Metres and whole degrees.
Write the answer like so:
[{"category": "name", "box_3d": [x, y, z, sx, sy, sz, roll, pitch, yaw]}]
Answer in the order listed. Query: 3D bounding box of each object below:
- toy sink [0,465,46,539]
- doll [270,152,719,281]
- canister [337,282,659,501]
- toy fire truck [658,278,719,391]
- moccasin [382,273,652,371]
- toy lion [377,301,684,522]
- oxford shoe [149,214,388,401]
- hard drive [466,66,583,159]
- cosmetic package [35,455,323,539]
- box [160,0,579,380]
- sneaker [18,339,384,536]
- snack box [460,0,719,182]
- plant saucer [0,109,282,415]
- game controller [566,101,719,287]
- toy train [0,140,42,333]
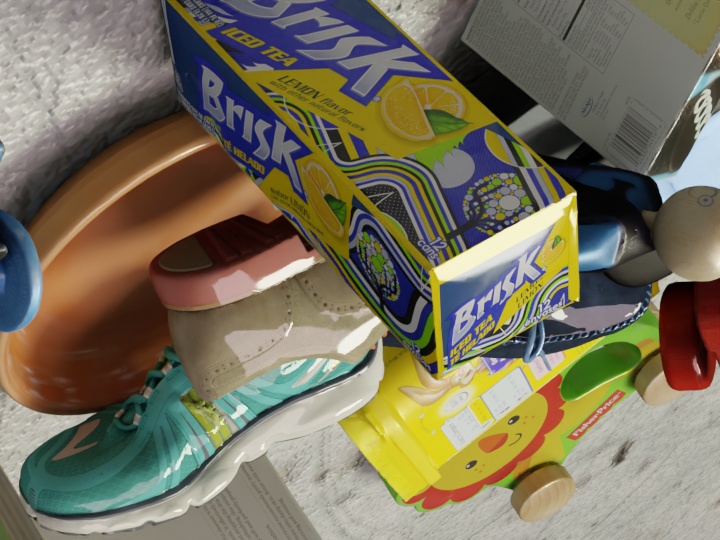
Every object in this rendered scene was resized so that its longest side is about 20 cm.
[{"category": "toy sink", "box_3d": [-0.244, 0.187, 1.005, 0.199, 0.131, 0.112, -26, 153, -21]}, {"category": "doll", "box_3d": [0.064, -0.028, 0.874, 0.136, 0.199, 0.049, -46, 146, -63]}, {"category": "canister", "box_3d": [0.071, 0.031, 1.202, 0.200, 0.087, 0.149, -38, 156, -1]}, {"category": "toy fire truck", "box_3d": [0.228, -0.025, 1.212, 0.111, 0.201, 0.168, -2, 152, 20]}, {"category": "moccasin", "box_3d": [0.063, 0.018, 1.090, 0.199, 0.081, 0.068, -6, -179, -12]}, {"category": "toy lion", "box_3d": [0.110, 0.091, 1.401, 0.200, 0.069, 0.191, -45, 147, 16]}, {"category": "oxford shoe", "box_3d": [0.000, 0.000, 0.957, 0.199, 0.070, 0.075, -18, 111, -19]}, {"category": "hard drive", "box_3d": [0.130, -0.096, 1.076, 0.199, 0.033, 0.139, -13, 165, -41]}, {"category": "cosmetic package", "box_3d": [-0.128, 0.179, 1.172, 0.199, 0.108, 0.085, -29, 155, -13]}, {"category": "box", "box_3d": [-0.001, -0.052, 0.817, 0.070, 0.200, 0.065, -28, 140, -20]}, {"category": "sneaker", "box_3d": [-0.080, 0.055, 0.998, 0.199, 0.077, 0.080, -31, 134, -20]}, {"category": "snack box", "box_3d": [0.131, -0.151, 0.894, 0.037, 0.116, 0.201, -17, 142, -48]}, {"category": "plant saucer", "box_3d": [-0.090, -0.010, 0.975, 0.200, 0.038, 0.201, -30, 154, -16]}, {"category": "game controller", "box_3d": [0.193, -0.070, 1.047, 0.200, 0.042, 0.104, -35, 126, 9]}, {"category": "toy train", "box_3d": [-0.196, 0.016, 0.788, 0.086, 0.114, 0.200, -17, 149, -43]}]
